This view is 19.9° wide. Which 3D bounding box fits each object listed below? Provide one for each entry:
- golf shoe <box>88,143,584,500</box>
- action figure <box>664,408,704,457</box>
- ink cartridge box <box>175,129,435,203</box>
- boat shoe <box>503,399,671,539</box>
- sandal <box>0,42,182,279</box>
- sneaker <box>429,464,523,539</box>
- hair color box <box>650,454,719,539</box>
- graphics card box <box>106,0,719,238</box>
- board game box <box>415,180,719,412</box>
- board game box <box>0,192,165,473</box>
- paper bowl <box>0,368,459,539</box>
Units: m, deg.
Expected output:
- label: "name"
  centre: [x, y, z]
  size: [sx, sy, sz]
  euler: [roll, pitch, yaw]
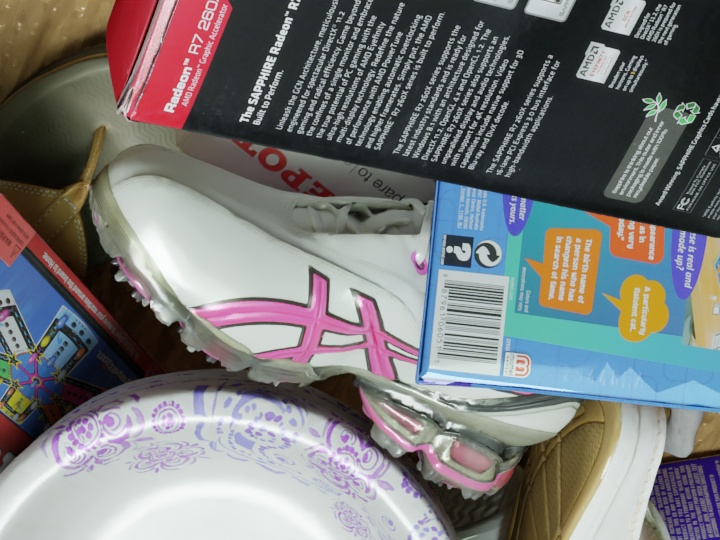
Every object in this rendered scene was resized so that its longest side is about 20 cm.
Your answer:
- label: "golf shoe"
  centre: [0.000, 0.000, 0.700]
  size: [0.199, 0.073, 0.092]
  euler: [29, 115, -31]
- label: "action figure"
  centre: [0.194, -0.014, 0.746]
  size: [0.199, 0.105, 0.194]
  euler: [-20, 160, -28]
- label: "ink cartridge box"
  centre: [0.049, -0.087, 0.732]
  size: [0.144, 0.085, 0.200]
  euler: [36, 116, -23]
- label: "boat shoe"
  centre: [0.093, 0.113, 0.795]
  size: [0.069, 0.071, 0.201]
  euler: [10, 137, -5]
- label: "sandal"
  centre: [-0.142, -0.013, 0.793]
  size: [0.199, 0.054, 0.080]
  euler: [-29, 119, 18]
- label: "sneaker"
  centre: [-0.007, 0.161, 0.905]
  size: [0.198, 0.074, 0.119]
  euler: [-15, 125, 9]
- label: "hair color box"
  centre: [0.191, 0.136, 0.902]
  size: [0.198, 0.065, 0.110]
  euler: [-9, 125, 6]
- label: "graphics card box"
  centre: [0.045, -0.082, 0.531]
  size: [0.198, 0.051, 0.126]
  euler: [10, 125, -22]
- label: "board game box"
  centre: [0.122, -0.032, 0.641]
  size: [0.198, 0.045, 0.154]
  euler: [6, 94, 3]
- label: "board game box"
  centre: [-0.135, 0.045, 0.759]
  size: [0.103, 0.019, 0.200]
  euler: [-51, 158, -9]
- label: "paper bowl"
  centre: [-0.055, 0.138, 0.771]
  size: [0.198, 0.104, 0.203]
  euler: [0, 93, -1]
